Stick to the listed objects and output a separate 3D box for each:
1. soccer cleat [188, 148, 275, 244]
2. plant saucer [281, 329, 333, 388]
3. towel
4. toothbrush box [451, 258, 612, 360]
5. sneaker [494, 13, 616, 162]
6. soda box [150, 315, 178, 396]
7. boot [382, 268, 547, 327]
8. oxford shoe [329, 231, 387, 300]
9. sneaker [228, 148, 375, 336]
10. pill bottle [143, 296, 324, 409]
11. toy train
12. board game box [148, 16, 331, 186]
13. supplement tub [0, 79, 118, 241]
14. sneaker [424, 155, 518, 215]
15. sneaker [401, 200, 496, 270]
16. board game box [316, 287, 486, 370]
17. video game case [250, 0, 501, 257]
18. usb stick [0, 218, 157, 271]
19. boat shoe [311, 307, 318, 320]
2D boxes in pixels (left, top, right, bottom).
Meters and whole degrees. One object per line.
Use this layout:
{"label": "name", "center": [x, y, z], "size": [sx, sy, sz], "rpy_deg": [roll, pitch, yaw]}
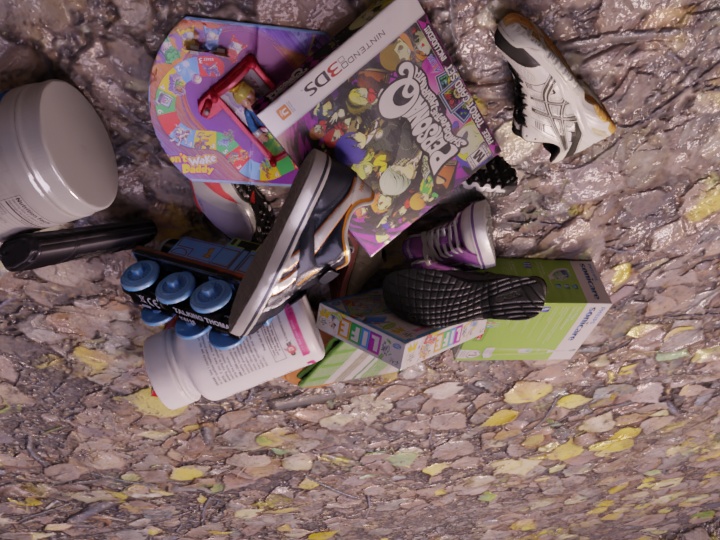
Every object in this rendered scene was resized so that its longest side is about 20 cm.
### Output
{"label": "soccer cleat", "center": [-0.151, -0.071, 0.756], "size": [0.072, 0.069, 0.201], "rpy_deg": [2, 143, 13]}
{"label": "plant saucer", "center": [-0.027, 0.127, 0.981], "size": [0.198, 0.038, 0.201], "rpy_deg": [-21, 158, -9]}
{"label": "towel", "center": [0.021, 0.110, 0.916], "size": [0.199, 0.031, 0.149], "rpy_deg": [-2, 146, -39]}
{"label": "toothbrush box", "center": [0.242, 0.061, 0.964], "size": [0.198, 0.087, 0.146], "rpy_deg": [2, 139, -12]}
{"label": "sneaker", "center": [0.187, -0.176, 0.672], "size": [0.087, 0.076, 0.199], "rpy_deg": [-34, 134, 28]}
{"label": "soda box", "center": [-0.258, 0.111, 0.945], "size": [0.063, 0.071, 0.201], "rpy_deg": [10, 138, -20]}
{"label": "boot", "center": [0.134, 0.032, 0.814], "size": [0.198, 0.069, 0.131], "rpy_deg": [3, -177, 13]}
{"label": "oxford shoe", "center": [0.000, 0.000, 0.860], "size": [0.074, 0.071, 0.201], "rpy_deg": [-5, 143, -15]}
{"label": "sneaker", "center": [-0.057, -0.010, 0.622], "size": [0.079, 0.079, 0.201], "rpy_deg": [24, 111, -21]}
{"label": "pill bottle", "center": [-0.154, 0.090, 0.797], "size": [0.198, 0.114, 0.114], "rpy_deg": [-21, 141, -1]}
{"label": "toy train", "center": [-0.179, 0.015, 0.739], "size": [0.198, 0.115, 0.087], "rpy_deg": [13, 138, 28]}
{"label": "board game box", "center": [-0.103, -0.152, 0.627], "size": [0.198, 0.039, 0.159], "rpy_deg": [2, 117, -13]}
{"label": "supplement tub", "center": [-0.357, -0.094, 0.627], "size": [0.198, 0.133, 0.132], "rpy_deg": [-16, 141, 8]}
{"label": "sneaker", "center": [0.082, -0.101, 0.758], "size": [0.198, 0.067, 0.091], "rpy_deg": [2, 146, -11]}
{"label": "sneaker", "center": [0.106, -0.029, 0.796], "size": [0.113, 0.073, 0.201], "rpy_deg": [-5, 168, 6]}
{"label": "board game box", "center": [0.058, 0.062, 0.833], "size": [0.199, 0.134, 0.035], "rpy_deg": [-11, 117, -50]}
{"label": "video game case", "center": [0.023, -0.139, 0.641], "size": [0.181, 0.036, 0.200], "rpy_deg": [-38, 124, 3]}
{"label": "usb stick", "center": [-0.296, -0.031, 0.700], "size": [0.055, 0.033, 0.200], "rpy_deg": [-24, -179, 20]}
{"label": "boat shoe", "center": [-0.147, 0.100, 0.960], "size": [0.199, 0.065, 0.072], "rpy_deg": [-33, 128, 15]}
